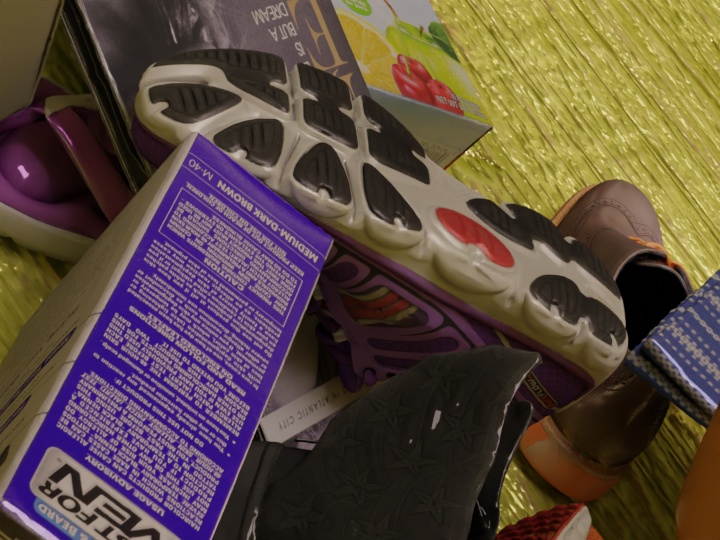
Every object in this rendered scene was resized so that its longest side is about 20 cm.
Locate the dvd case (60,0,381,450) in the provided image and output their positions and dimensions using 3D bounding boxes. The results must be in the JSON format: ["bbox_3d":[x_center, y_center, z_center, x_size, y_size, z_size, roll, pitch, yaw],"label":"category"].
[{"bbox_3d":[-0.033,-0.040,0.898,0.148,0.016,0.201,-26,94,-56],"label":"dvd case"}]

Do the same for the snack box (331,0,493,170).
[{"bbox_3d":[-0.046,-0.118,1.013,0.199,0.053,0.143,14,42,-50],"label":"snack box"}]

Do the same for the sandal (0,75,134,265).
[{"bbox_3d":[-0.078,-0.033,0.891,0.202,0.050,0.083,30,34,-25],"label":"sandal"}]

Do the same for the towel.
[{"bbox_3d":[0.192,0.053,0.999,0.145,0.024,0.200,45,31,8],"label":"towel"}]

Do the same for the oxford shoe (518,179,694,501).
[{"bbox_3d":[0.116,0.014,1.045,0.071,0.073,0.201,35,32,-15],"label":"oxford shoe"}]

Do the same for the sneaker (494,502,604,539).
[{"bbox_3d":[0.047,0.144,0.821,0.200,0.073,0.077,-33,95,-54],"label":"sneaker"}]

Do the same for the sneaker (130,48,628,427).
[{"bbox_3d":[0.000,0.000,0.848,0.199,0.083,0.081,33,27,-20],"label":"sneaker"}]

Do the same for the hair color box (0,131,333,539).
[{"bbox_3d":[-0.080,0.056,0.728,0.065,0.109,0.200,38,32,-9],"label":"hair color box"}]

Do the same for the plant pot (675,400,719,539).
[{"bbox_3d":[0.177,0.154,0.821,0.199,0.184,0.200,21,20,-8],"label":"plant pot"}]

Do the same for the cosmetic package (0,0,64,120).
[{"bbox_3d":[-0.183,-0.142,0.820,0.071,0.105,0.200,-29,73,-31],"label":"cosmetic package"}]

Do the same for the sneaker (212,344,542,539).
[{"bbox_3d":[-0.004,0.109,0.736,0.103,0.060,0.201,3,50,7],"label":"sneaker"}]
